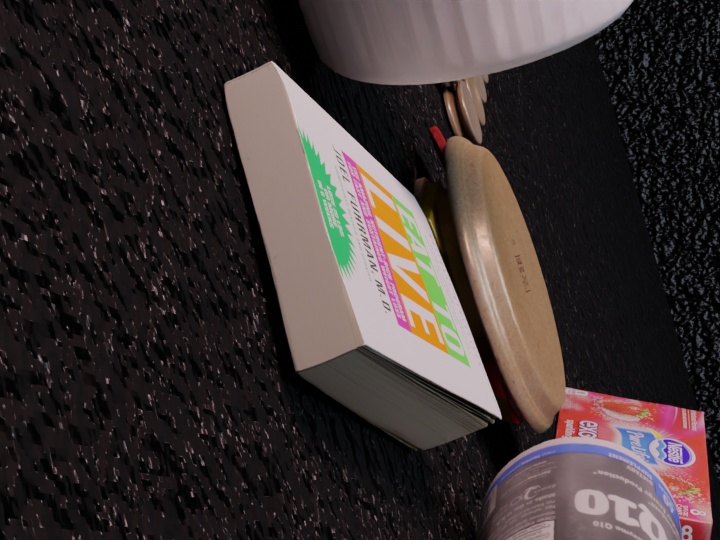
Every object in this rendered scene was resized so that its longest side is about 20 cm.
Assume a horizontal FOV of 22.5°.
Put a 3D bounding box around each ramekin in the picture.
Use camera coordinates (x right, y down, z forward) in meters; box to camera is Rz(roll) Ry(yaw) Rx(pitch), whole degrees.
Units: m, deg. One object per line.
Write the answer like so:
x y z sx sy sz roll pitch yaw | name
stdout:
0.053 -0.174 0.942 0.201 0.198 0.099 -79 156 -64 | ramekin

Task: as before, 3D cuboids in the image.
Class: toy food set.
0.081 0.007 1.143 0.200 0.048 0.200 -65 136 -70 | toy food set

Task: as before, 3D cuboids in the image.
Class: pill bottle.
0.109 0.176 0.906 0.200 0.113 0.115 -73 144 -68 | pill bottle

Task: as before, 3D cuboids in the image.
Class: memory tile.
0.067 -0.189 1.395 0.200 0.017 0.155 -77 148 -66 | memory tile

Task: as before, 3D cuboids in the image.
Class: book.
0.000 0.000 0.840 0.200 0.048 0.135 35 36 -67 | book

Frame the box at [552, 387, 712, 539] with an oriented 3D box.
0.161 0.152 1.119 0.200 0.098 0.097 -56 154 -73 | box
